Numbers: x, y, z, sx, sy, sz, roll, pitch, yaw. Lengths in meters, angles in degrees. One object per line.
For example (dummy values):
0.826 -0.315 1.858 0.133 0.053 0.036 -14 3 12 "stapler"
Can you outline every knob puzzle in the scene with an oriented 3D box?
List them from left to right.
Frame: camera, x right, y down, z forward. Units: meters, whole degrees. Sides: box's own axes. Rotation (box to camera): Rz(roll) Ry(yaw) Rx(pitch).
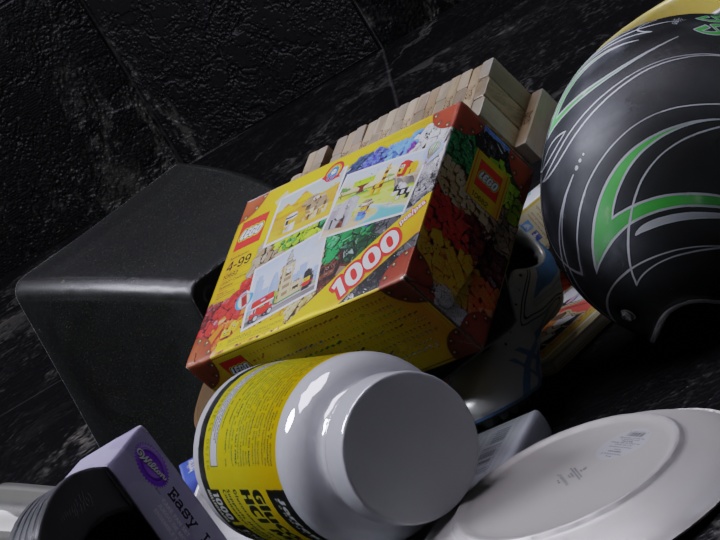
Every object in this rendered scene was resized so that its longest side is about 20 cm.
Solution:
0.115 0.030 1.753 0.219 0.030 0.220 -31 11 7 "knob puzzle"

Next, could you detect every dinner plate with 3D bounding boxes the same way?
0.115 0.120 1.332 0.200 0.024 0.200 -23 15 7 "dinner plate"

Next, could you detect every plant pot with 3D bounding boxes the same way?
-0.109 0.039 1.920 0.199 0.200 0.177 -39 20 -35 "plant pot"

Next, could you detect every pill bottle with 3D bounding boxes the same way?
-0.014 0.105 1.435 0.112 0.113 0.200 -36 10 -23 "pill bottle"

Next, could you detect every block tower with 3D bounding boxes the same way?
0.036 -0.073 1.628 0.200 0.058 0.054 -24 35 40 "block tower"

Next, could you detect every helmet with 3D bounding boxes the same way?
0.205 -0.058 1.539 0.190 0.200 0.200 -9 19 19 "helmet"

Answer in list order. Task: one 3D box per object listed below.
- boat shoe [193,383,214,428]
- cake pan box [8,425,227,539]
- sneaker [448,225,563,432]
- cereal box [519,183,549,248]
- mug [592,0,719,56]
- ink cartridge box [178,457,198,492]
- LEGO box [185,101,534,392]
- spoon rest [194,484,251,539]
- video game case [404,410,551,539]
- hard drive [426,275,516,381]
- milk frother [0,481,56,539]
-0.041 0.051 1.804 0.200 0.072 0.072 -55 27 -14 "boat shoe"
-0.103 0.193 1.202 0.052 0.200 0.184 -31 8 24 "cake pan box"
0.086 0.039 1.606 0.072 0.073 0.200 -23 22 24 "sneaker"
0.097 -0.009 1.824 0.200 0.040 0.144 -39 1 5 "cereal box"
0.258 -0.118 1.696 0.149 0.153 0.187 -30 11 8 "mug"
-0.062 0.132 1.768 0.200 0.042 0.119 -33 11 -1 "ink cartridge box"
0.000 0.000 1.566 0.200 0.077 0.149 -23 36 40 "LEGO box"
-0.052 0.109 1.670 0.099 0.061 0.200 -6 41 30 "spoon rest"
0.011 0.166 1.468 0.182 0.023 0.200 -25 14 28 "video game case"
0.030 0.009 1.632 0.140 0.033 0.200 -39 29 19 "hard drive"
-0.209 0.225 1.549 0.188 0.181 0.200 5 -14 8 "milk frother"
